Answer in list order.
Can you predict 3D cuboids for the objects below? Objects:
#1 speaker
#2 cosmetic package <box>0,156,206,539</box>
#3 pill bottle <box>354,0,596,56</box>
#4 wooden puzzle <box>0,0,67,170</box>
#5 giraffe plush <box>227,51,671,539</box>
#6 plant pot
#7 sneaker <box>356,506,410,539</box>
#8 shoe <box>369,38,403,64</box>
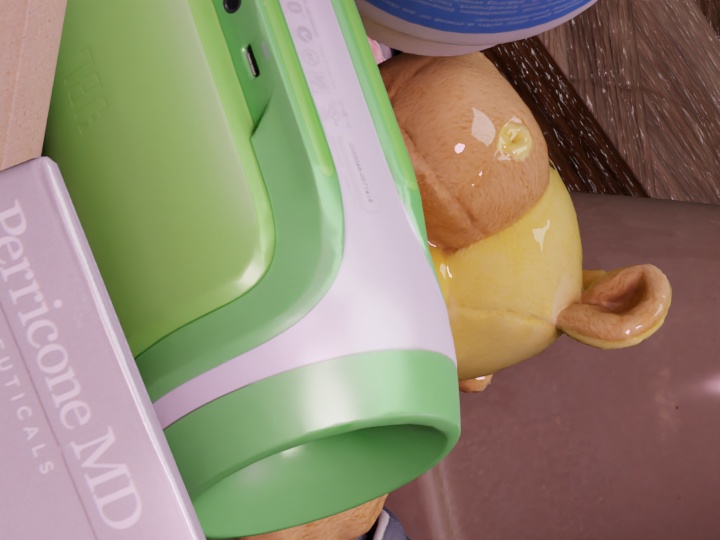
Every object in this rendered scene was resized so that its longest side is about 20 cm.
[{"bbox_3d":[-0.040,-0.040,0.696,0.088,0.088,0.200,23,45,-62],"label":"speaker"},{"bbox_3d":[-0.125,0.066,0.496,0.090,0.200,0.107,129,-64,-84],"label":"cosmetic package"},{"bbox_3d":[0.033,-0.123,0.734,0.200,0.112,0.112,115,-43,-74],"label":"pill bottle"},{"bbox_3d":[-0.139,-0.029,0.591,0.046,0.185,0.200,33,38,25],"label":"wooden puzzle"},{"bbox_3d":[0.000,0.000,0.847,0.173,0.162,0.200,56,-23,29],"label":"giraffe plush"},{"bbox_3d":[0.088,0.045,1.041,0.200,0.174,0.201,-9,90,-73],"label":"plant pot"},{"bbox_3d":[0.006,0.163,0.887,0.202,0.077,0.146,-105,171,-48],"label":"sneaker"},{"bbox_3d":[-0.029,-0.122,1.112,0.071,0.091,0.200,39,33,-51],"label":"shoe"}]
